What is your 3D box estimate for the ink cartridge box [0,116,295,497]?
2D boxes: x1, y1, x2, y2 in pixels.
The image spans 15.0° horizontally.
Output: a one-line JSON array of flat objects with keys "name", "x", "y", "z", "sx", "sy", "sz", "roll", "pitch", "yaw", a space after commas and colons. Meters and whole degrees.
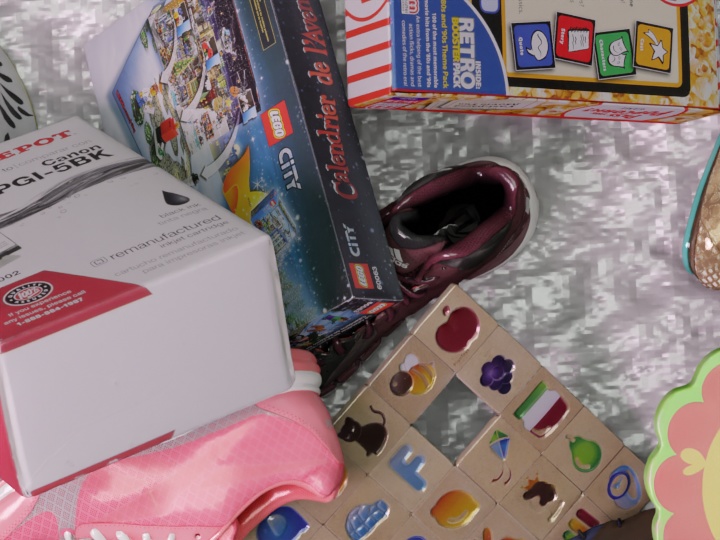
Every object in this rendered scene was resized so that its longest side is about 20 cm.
[{"name": "ink cartridge box", "x": -0.145, "y": 0.010, "z": 1.288, "sx": 0.146, "sy": 0.200, "sz": 0.083, "roll": -22, "pitch": 120, "yaw": -26}]

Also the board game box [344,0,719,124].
[{"name": "board game box", "x": 0.088, "y": -0.154, "z": 1.370, "sx": 0.199, "sy": 0.046, "sz": 0.152, "roll": 2, "pitch": 84, "yaw": -29}]

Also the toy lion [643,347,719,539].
[{"name": "toy lion", "x": 0.237, "y": 0.082, "z": 1.290, "sx": 0.191, "sy": 0.069, "sz": 0.201, "roll": 20, "pitch": 92, "yaw": 3}]

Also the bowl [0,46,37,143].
[{"name": "bowl", "x": -0.270, "y": -0.060, "z": 1.402, "sx": 0.200, "sy": 0.094, "sz": 0.202, "roll": 0, "pitch": 84, "yaw": 2}]

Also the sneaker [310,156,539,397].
[{"name": "sneaker", "x": 0.000, "y": 0.000, "z": 1.373, "sx": 0.200, "sy": 0.116, "sz": 0.076, "roll": -36, "pitch": 84, "yaw": -1}]

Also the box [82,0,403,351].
[{"name": "box", "x": -0.062, "y": -0.052, "z": 1.364, "sx": 0.136, "sy": 0.038, "sz": 0.201, "roll": -29, "pitch": 69, "yaw": 38}]

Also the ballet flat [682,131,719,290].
[{"name": "ballet flat", "x": 0.217, "y": -0.082, "z": 1.382, "sx": 0.065, "sy": 0.071, "sz": 0.201, "roll": 9, "pitch": 77, "yaw": 23}]

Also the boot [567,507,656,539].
[{"name": "boot", "x": 0.143, "y": 0.134, "z": 1.367, "sx": 0.097, "sy": 0.075, "sz": 0.200, "roll": 11, "pitch": 59, "yaw": 22}]

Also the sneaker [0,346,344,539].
[{"name": "sneaker", "x": -0.099, "y": 0.111, "z": 1.305, "sx": 0.200, "sy": 0.074, "sz": 0.087, "roll": -25, "pitch": 76, "yaw": -2}]

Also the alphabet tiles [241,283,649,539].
[{"name": "alphabet tiles", "x": 0.036, "y": 0.132, "z": 1.374, "sx": 0.200, "sy": 0.008, "sz": 0.167, "roll": -48, "pitch": 114, "yaw": -2}]
